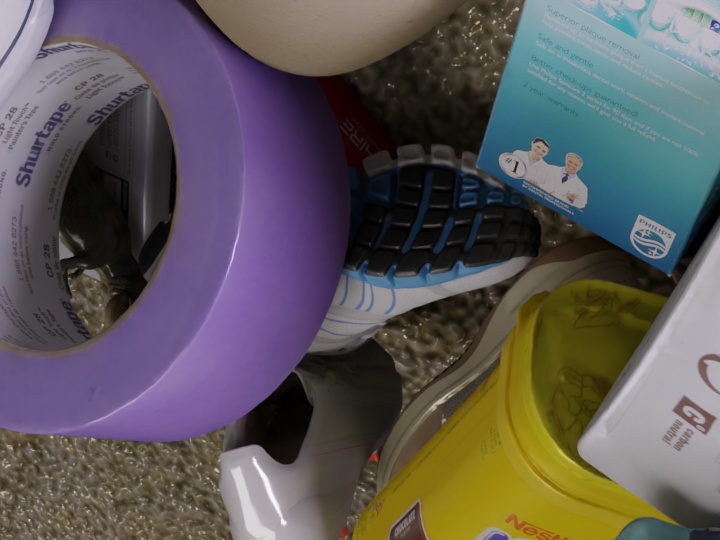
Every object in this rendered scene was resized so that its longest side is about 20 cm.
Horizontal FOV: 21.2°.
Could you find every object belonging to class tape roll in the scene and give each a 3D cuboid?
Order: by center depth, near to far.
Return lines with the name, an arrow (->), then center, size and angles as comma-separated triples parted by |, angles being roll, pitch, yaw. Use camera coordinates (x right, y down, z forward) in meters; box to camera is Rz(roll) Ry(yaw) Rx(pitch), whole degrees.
tape roll -> -0.109, -0.026, 0.845 | 0.199, 0.202, 0.085 | 13, 180, 33

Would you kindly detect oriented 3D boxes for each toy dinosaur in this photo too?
toy dinosaur -> -0.164, -0.041, 0.959 | 0.088, 0.047, 0.201 | -21, 96, 24

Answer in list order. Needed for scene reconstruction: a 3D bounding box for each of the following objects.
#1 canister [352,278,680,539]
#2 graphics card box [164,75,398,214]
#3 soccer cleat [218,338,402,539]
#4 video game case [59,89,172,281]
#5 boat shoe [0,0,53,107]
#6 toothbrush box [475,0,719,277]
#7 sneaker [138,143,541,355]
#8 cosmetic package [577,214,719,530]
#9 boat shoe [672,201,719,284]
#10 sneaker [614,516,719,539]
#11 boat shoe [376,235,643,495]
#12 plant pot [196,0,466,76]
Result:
canister -> 0.092, 0.098, 0.782 | 0.147, 0.087, 0.200 | 17, 146, -14
graphics card box -> -0.049, -0.025, 0.989 | 0.126, 0.051, 0.199 | 48, 144, -13
soccer cleat -> -0.023, 0.068, 0.925 | 0.069, 0.200, 0.078 | -13, 113, 16
video game case -> -0.168, -0.105, 0.977 | 0.181, 0.023, 0.201 | 24, 125, 27
boat shoe -> -0.160, -0.151, 0.792 | 0.073, 0.067, 0.201 | 33, 111, 28
toothbrush box -> 0.122, -0.122, 0.633 | 0.085, 0.147, 0.201 | 29, 144, 13
sneaker -> 0.000, 0.000, 0.885 | 0.199, 0.075, 0.087 | -5, 138, 33
cosmetic package -> 0.205, 0.001, 0.645 | 0.166, 0.200, 0.168 | 33, 145, 8
boat shoe -> 0.146, -0.025, 0.797 | 0.071, 0.060, 0.201 | 2, 132, 41
sneaker -> 0.147, 0.107, 0.578 | 0.199, 0.078, 0.087 | -16, 116, 51
boat shoe -> 0.070, 0.070, 0.873 | 0.065, 0.072, 0.200 | 59, 136, 26
plant pot -> -0.009, -0.157, 0.714 | 0.187, 0.188, 0.200 | 35, 161, 6
